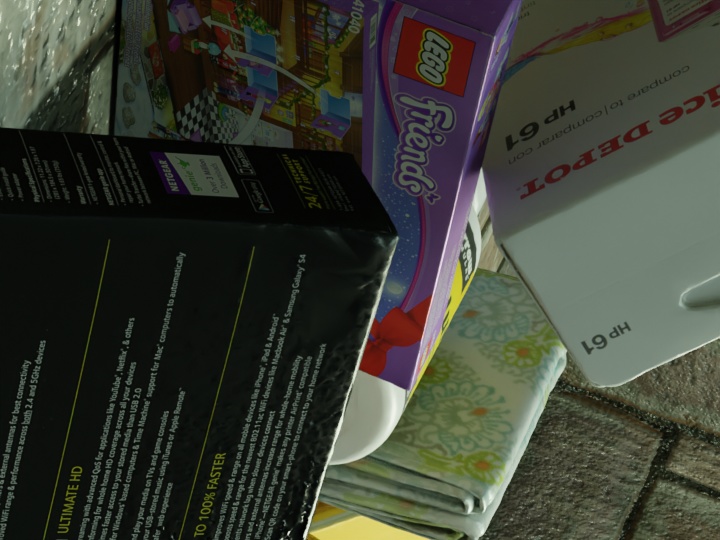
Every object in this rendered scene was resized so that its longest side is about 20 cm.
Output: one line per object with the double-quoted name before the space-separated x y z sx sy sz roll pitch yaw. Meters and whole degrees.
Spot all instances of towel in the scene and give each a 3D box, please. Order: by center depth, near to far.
"towel" 0.018 0.059 1.244 0.200 0.170 0.048 -59 161 -47

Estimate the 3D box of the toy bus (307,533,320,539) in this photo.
"toy bus" -0.058 0.166 0.947 0.200 0.135 0.192 -58 174 -44

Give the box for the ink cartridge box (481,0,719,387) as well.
"ink cartridge box" 0.124 -0.066 0.875 0.085 0.144 0.200 54 17 -31

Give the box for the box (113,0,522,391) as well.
"box" -0.023 -0.051 0.834 0.201 0.136 0.039 102 13 -50

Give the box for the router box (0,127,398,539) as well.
"router box" -0.086 0.057 0.672 0.051 0.148 0.201 -121 -140 -51

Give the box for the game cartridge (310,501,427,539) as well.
"game cartridge" -0.032 0.201 1.398 0.175 0.033 0.201 -16 146 -21

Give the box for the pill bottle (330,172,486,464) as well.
"pill bottle" 0.000 0.000 1.188 0.200 0.111 0.112 -60 168 -47
